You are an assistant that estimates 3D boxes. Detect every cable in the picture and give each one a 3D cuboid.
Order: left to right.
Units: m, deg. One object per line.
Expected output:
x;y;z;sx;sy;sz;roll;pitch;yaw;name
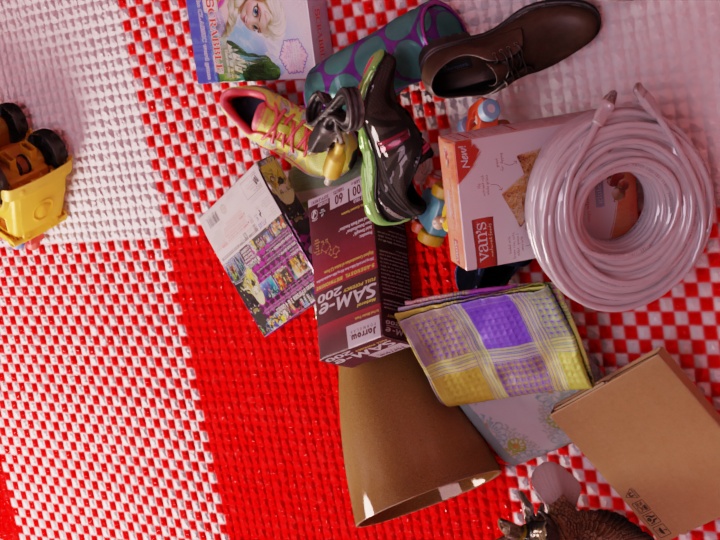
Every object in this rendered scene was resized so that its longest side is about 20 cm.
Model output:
-0.020;-0.168;1.497;0.200;0.050;0.099;138;130;-67;cable
0.257;-0.064;1.386;0.200;0.069;0.200;42;91;-19;cable

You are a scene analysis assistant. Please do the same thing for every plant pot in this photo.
0.047;0.180;1.645;0.186;0.185;0.202;-33;71;39;plant pot

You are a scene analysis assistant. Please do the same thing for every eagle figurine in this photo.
0.244;0.321;1.542;0.152;0.152;0.199;54;161;-21;eagle figurine

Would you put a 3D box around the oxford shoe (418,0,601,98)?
0.159;-0.221;1.437;0.198;0.085;0.073;-20;121;12;oxford shoe

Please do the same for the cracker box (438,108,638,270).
0.186;-0.086;1.428;0.058;0.197;0.136;-138;39;-72;cracker box

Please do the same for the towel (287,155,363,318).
-0.014;-0.038;1.705;0.151;0.023;0.203;-5;100;37;towel

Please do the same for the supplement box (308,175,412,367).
0.000;0.000;1.601;0.108;0.060;0.203;-23;64;40;supplement box

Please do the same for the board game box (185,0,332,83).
-0.130;-0.333;1.679;0.197;0.041;0.203;2;107;37;board game box

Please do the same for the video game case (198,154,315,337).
-0.116;-0.027;1.740;0.183;0.036;0.200;60;147;4;video game case

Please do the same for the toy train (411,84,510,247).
0.116;-0.106;1.525;0.200;0.055;0.153;140;138;-65;toy train

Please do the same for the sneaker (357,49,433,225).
0.039;-0.148;1.513;0.082;0.077;0.203;-1;118;12;sneaker

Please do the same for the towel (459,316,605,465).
0.181;0.122;1.558;0.170;0.048;0.201;-28;109;41;towel

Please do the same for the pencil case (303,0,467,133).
0.029;-0.228;1.566;0.199;0.084;0.094;-25;75;40;pencil case

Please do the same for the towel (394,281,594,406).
0.146;0.084;1.503;0.198;0.023;0.145;-10;118;32;towel

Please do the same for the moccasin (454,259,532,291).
0.171;-0.028;1.528;0.201;0.079;0.069;112;152;-43;moccasin

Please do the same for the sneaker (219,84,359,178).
-0.092;-0.169;1.664;0.198;0.090;0.079;26;98;27;sneaker

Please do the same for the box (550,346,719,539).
0.325;0.192;1.485;0.200;0.021;0.163;48;130;-7;box

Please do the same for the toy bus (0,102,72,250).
-0.519;-0.124;2.006;0.199;0.135;0.194;35;139;25;toy bus
